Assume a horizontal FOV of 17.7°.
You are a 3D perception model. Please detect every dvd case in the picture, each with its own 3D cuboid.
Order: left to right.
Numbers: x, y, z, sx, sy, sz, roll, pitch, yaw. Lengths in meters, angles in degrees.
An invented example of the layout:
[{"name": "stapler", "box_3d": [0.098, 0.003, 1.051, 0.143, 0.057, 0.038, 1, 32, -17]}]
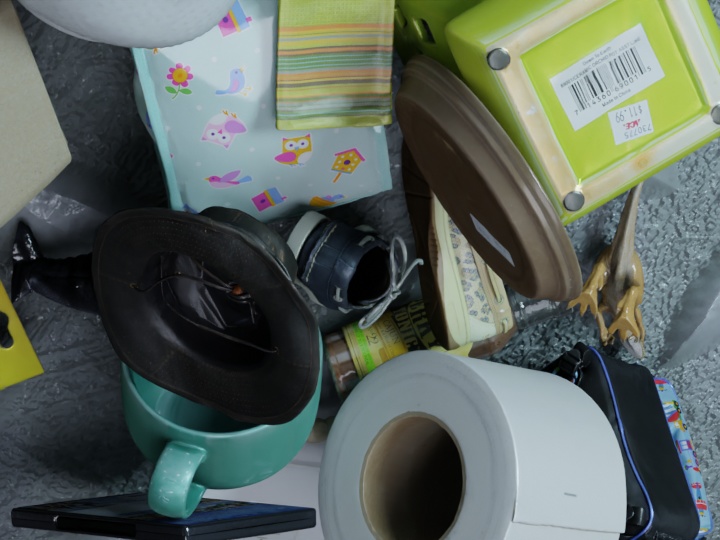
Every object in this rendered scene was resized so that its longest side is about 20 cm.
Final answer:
[{"name": "dvd case", "box_3d": [-0.153, 0.191, 1.787, 0.142, 0.199, 0.018, -2, 92, -48]}]

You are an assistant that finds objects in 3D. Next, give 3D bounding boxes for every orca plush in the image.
[{"name": "orca plush", "box_3d": [-0.160, -0.009, 1.708, 0.199, 0.106, 0.071, 16, 147, 6]}]

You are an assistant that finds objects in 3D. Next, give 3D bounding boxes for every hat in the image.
[{"name": "hat", "box_3d": [-0.096, 0.012, 1.627, 0.200, 0.081, 0.201, 18, 138, 17]}]

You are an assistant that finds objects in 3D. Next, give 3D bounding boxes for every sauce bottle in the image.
[{"name": "sauce bottle", "box_3d": [0.069, 0.047, 1.834, 0.199, 0.065, 0.065, -21, 127, -2]}]

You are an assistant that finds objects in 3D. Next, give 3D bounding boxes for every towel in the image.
[{"name": "towel", "box_3d": [-0.014, -0.190, 1.548, 0.086, 0.018, 0.201, -8, 115, -22]}]

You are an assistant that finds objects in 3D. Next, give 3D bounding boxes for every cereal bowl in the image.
[{"name": "cereal bowl", "box_3d": [-0.174, -0.209, 1.503, 0.199, 0.200, 0.083, 18, 121, -25]}]

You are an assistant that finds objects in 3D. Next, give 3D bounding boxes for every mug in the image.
[{"name": "mug", "box_3d": [-0.118, 0.098, 1.753, 0.185, 0.152, 0.115, -33, 155, -23]}]

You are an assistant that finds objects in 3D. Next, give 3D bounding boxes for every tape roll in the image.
[{"name": "tape roll", "box_3d": [0.084, 0.169, 1.777, 0.139, 0.203, 0.203, 13, 123, -46]}]

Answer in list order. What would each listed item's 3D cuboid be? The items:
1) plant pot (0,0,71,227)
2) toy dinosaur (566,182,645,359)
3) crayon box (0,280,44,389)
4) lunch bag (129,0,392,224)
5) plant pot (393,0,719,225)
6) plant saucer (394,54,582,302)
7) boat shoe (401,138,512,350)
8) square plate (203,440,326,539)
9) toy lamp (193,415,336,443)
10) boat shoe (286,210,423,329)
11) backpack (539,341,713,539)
[{"name": "plant pot", "box_3d": [-0.308, -0.119, 1.547, 0.176, 0.200, 0.201, -24, 128, -10]}, {"name": "toy dinosaur", "box_3d": [0.205, -0.005, 1.835, 0.060, 0.106, 0.201, 12, 130, 12]}, {"name": "crayon box", "box_3d": [-0.352, 0.054, 1.736, 0.199, 0.051, 0.127, -19, 127, 0]}, {"name": "lunch bag", "box_3d": [-0.073, -0.123, 1.641, 0.170, 0.122, 0.201, -15, 121, -4]}, {"name": "plant pot", "box_3d": [0.144, -0.155, 1.600, 0.199, 0.182, 0.199, -29, 116, -3]}, {"name": "plant saucer", "box_3d": [0.083, -0.057, 1.582, 0.029, 0.200, 0.200, -35, 127, -9]}, {"name": "boat shoe", "box_3d": [0.074, -0.040, 1.758, 0.062, 0.073, 0.201, -13, 114, -13]}, {"name": "square plate", "box_3d": [-0.080, 0.211, 1.933, 0.199, 0.028, 0.199, 9, 121, -20]}, {"name": "toy lamp", "box_3d": [-0.042, 0.130, 1.858, 0.199, 0.058, 0.058, -6, 126, -20]}, {"name": "boat shoe", "box_3d": [0.000, 0.000, 1.722, 0.075, 0.062, 0.200, -60, 162, -3]}, {"name": "backpack", "box_3d": [0.163, 0.180, 1.885, 0.200, 0.183, 0.134, -33, 150, 30]}]
